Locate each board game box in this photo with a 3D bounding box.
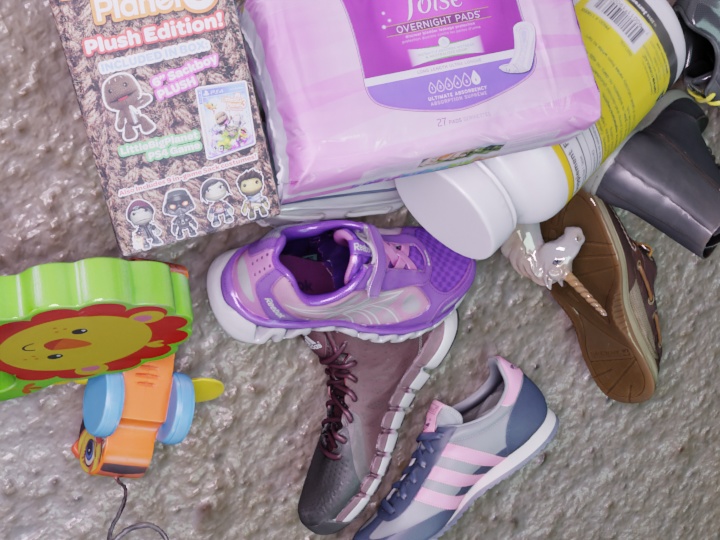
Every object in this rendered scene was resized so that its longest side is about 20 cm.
[{"bbox_3d":[-0.123,-0.140,0.933,0.096,0.160,0.202,-15,120,-7],"label":"board game box"}]

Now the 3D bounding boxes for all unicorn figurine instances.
[{"bbox_3d":[0.109,-0.071,1.182,0.198,0.074,0.139,20,97,-17],"label":"unicorn figurine"}]

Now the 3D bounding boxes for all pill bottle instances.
[{"bbox_3d":[0.117,-0.106,1.073,0.200,0.112,0.113,-46,128,-20],"label":"pill bottle"}]

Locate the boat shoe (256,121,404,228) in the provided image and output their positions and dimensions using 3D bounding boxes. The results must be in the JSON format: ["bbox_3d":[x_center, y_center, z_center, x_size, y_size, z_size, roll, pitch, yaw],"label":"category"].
[{"bbox_3d":[-0.051,-0.057,1.084,0.198,0.074,0.066,0,138,-20],"label":"boat shoe"}]

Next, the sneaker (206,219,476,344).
[{"bbox_3d":[0.000,0.000,1.093,0.198,0.081,0.088,-5,158,-29],"label":"sneaker"}]

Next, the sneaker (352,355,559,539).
[{"bbox_3d":[0.058,0.147,1.258,0.200,0.070,0.082,-40,110,-14],"label":"sneaker"}]

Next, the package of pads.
[{"bbox_3d":[0.032,-0.120,0.958,0.198,0.076,0.122,-13,84,-15],"label":"package of pads"}]

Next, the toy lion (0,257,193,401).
[{"bbox_3d":[-0.203,0.040,0.965,0.190,0.199,0.069,4,67,-37],"label":"toy lion"}]

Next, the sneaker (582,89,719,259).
[{"bbox_3d":[0.238,-0.066,1.192,0.200,0.106,0.075,-32,157,-58],"label":"sneaker"}]

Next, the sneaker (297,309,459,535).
[{"bbox_3d":[-0.020,0.083,1.174,0.115,0.075,0.201,31,83,-33],"label":"sneaker"}]

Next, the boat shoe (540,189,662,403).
[{"bbox_3d":[0.198,0.006,1.280,0.072,0.072,0.201,-49,123,-42],"label":"boat shoe"}]

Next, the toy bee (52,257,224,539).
[{"bbox_3d":[-0.165,0.094,1.075,0.130,0.108,0.202,32,71,-24],"label":"toy bee"}]

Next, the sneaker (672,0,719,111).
[{"bbox_3d":[0.292,-0.147,1.264,0.084,0.074,0.201,-29,115,-10],"label":"sneaker"}]
